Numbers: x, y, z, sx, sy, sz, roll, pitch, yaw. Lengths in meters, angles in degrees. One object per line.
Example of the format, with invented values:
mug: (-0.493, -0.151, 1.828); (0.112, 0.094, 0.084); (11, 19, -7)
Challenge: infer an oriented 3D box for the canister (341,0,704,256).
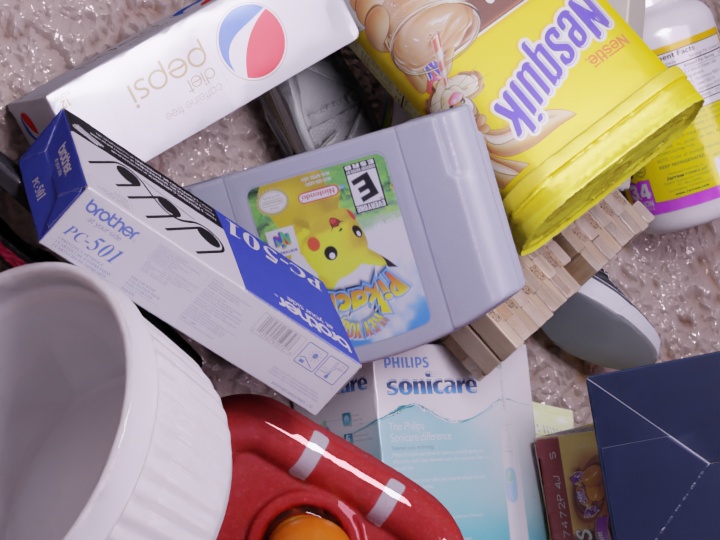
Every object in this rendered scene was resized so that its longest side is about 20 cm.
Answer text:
canister: (0.090, -0.130, 1.236); (0.148, 0.087, 0.200); (-37, 79, -14)

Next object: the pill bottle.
pill bottle: (0.230, -0.136, 1.519); (0.104, 0.104, 0.200); (-25, 98, -43)

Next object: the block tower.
block tower: (0.118, 0.000, 1.319); (0.058, 0.054, 0.200); (49, 42, 4)

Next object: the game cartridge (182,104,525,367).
game cartridge: (-0.007, -0.011, 1.203); (0.040, 0.200, 0.133); (-34, 107, -64)

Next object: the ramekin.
ramekin: (-0.160, 0.105, 1.041); (0.105, 0.200, 0.200); (37, 58, -44)

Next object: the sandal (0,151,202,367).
sandal: (-0.169, -0.002, 1.137); (0.045, 0.075, 0.200); (-42, 108, -1)

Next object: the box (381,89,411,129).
box: (0.072, -0.147, 1.342); (0.101, 0.113, 0.200); (7, 74, -3)

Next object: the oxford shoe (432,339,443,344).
oxford shoe: (0.000, 0.000, 1.305); (0.200, 0.058, 0.075); (30, 60, -38)

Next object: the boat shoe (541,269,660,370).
boat shoe: (0.139, -0.002, 1.428); (0.199, 0.074, 0.068); (32, 54, -17)

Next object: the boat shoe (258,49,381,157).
boat shoe: (-0.048, -0.144, 1.293); (0.074, 0.065, 0.202); (-27, 95, -24)

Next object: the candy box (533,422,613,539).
candy box: (0.177, 0.163, 1.384); (0.200, 0.056, 0.117); (0, 81, -70)

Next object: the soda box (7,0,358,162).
soda box: (-0.102, -0.119, 1.187); (0.200, 0.068, 0.064); (-34, 105, -25)

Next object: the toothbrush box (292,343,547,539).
toothbrush box: (0.041, 0.149, 1.292); (0.146, 0.085, 0.200); (0, 81, -43)

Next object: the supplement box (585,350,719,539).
supplement box: (0.271, 0.122, 1.281); (0.200, 0.200, 0.134); (20, 60, -68)

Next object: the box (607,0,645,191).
box: (0.164, -0.158, 1.435); (0.082, 0.068, 0.200); (-5, 101, -74)

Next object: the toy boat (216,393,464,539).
toy boat: (-0.030, 0.162, 1.143); (0.200, 0.131, 0.131); (31, 89, -5)

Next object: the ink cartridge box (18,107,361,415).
ink cartridge box: (-0.093, -0.004, 1.111); (0.200, 0.044, 0.094); (35, 16, -32)

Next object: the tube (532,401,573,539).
tube: (0.124, 0.188, 1.392); (0.058, 0.052, 0.200); (71, 19, -70)
